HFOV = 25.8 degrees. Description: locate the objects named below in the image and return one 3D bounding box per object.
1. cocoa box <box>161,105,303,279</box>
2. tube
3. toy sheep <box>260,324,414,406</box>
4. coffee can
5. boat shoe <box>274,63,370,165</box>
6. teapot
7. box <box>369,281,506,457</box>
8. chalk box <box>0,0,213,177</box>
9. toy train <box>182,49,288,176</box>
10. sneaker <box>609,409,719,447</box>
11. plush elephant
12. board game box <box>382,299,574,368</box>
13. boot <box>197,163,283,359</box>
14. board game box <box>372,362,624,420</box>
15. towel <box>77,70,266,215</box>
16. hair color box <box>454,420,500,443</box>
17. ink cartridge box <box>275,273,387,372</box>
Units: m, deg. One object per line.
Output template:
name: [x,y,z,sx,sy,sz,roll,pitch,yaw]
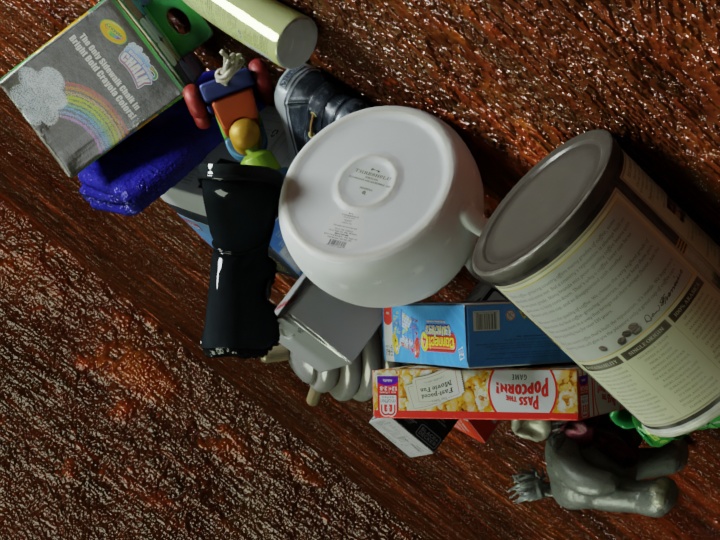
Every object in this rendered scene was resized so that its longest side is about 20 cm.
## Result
cocoa box: [-0.112,-0.092,1.711,0.131,0.134,0.200,46,164,-32]
tube: [-0.123,-0.246,1.449,0.200,0.052,0.058,32,124,36]
toy sheep: [-0.012,0.082,1.707,0.138,0.199,0.139,168,90,-69]
coffee can: [0.207,0.011,1.221,0.200,0.147,0.146,42,165,-16]
boat shoe: [-0.021,-0.114,1.541,0.091,0.071,0.200,35,164,29]
teapot: [0.033,-0.040,1.418,0.146,0.197,0.200,56,-171,-51]
box: [0.101,0.097,1.641,0.060,0.200,0.117,40,168,-2]
chalk box: [-0.243,-0.210,1.598,0.125,0.200,0.124,54,-168,-13]
toy train: [-0.111,-0.136,1.499,0.200,0.084,0.116,125,123,-86]
sneaker: [0.306,0.134,1.485,0.074,0.084,0.200,42,165,-14]
plush elephant: [0.239,0.162,1.652,0.199,0.165,0.156,-7,102,26]
board game box: [0.146,0.055,1.451,0.199,0.056,0.196,-2,179,-20]
boot: [-0.111,-0.004,1.455,0.076,0.169,0.200,3,172,2]
board game box: [0.133,0.107,1.434,0.199,0.047,0.151,-2,179,30]
towel: [-0.200,-0.139,1.651,0.050,0.200,0.147,55,159,-22]
hair color box: [0.098,0.119,1.918,0.200,0.102,0.061,27,163,40]
ink cartridge box: [0.000,0.000,1.584,0.085,0.200,0.145,40,166,-6]
